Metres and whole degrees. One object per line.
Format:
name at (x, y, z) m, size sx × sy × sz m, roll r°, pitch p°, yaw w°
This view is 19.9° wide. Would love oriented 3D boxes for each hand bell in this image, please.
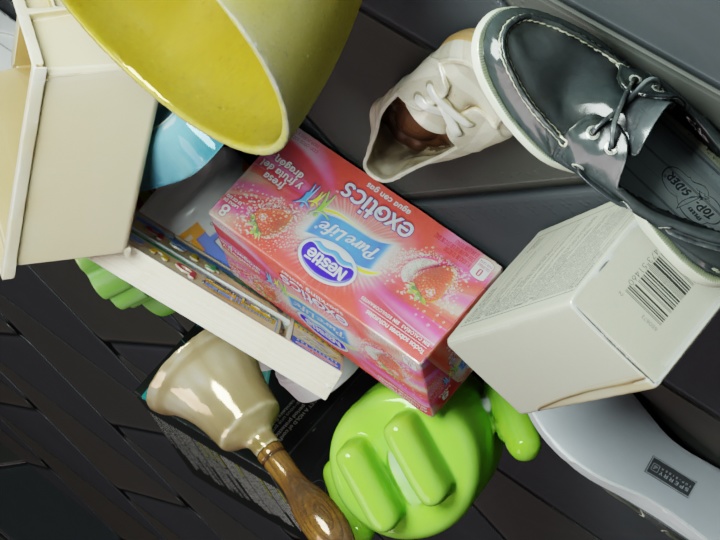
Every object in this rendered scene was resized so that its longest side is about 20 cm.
hand bell at (-0.063, 0.142, 1.534) m, size 0.200 × 0.104 × 0.104 m, roll 50°, pitch 166°, yaw 23°

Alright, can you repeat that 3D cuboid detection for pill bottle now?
pill bottle at (-0.082, 0.009, 1.640) m, size 0.200 × 0.112 × 0.112 m, roll 49°, pitch 161°, yaw -19°

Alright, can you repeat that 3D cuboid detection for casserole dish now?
casserole dish at (-0.115, -0.115, 1.401) m, size 0.039 × 0.121 × 0.200 m, roll 38°, pitch 165°, yaw -17°

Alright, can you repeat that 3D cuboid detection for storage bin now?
storage bin at (-0.208, -0.138, 1.381) m, size 0.200 × 0.093 × 0.199 m, roll 108°, pitch 148°, yaw -47°

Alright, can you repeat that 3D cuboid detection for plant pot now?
plant pot at (-0.069, -0.184, 1.116) m, size 0.200 × 0.142 × 0.200 m, roll 38°, pitch 162°, yaw 14°

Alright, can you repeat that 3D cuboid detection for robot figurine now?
robot figurine at (0.045, 0.134, 1.561) m, size 0.116 × 0.175 × 0.200 m, roll 58°, pitch -164°, yaw 0°

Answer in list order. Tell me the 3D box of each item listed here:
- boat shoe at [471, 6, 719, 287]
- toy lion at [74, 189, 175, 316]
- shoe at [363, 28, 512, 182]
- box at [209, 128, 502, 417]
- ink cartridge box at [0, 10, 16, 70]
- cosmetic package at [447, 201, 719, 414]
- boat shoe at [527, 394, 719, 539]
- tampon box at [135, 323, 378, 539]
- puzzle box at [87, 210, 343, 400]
boat shoe at (0.144, -0.067, 1.051) m, size 0.199 × 0.075 × 0.066 m, roll 46°, pitch 160°, yaw -12°
toy lion at (-0.193, -0.037, 1.680) m, size 0.200 × 0.068 × 0.192 m, roll 55°, pitch -163°, yaw -36°
shoe at (0.050, -0.091, 1.224) m, size 0.070 × 0.053 × 0.200 m, roll 44°, pitch 162°, yaw -7°
box at (0.000, 0.000, 1.471) m, size 0.200 × 0.095 × 0.103 m, roll 35°, pitch 163°, yaw 21°
ink cartridge box at (-0.297, -0.130, 1.822) m, size 0.145 × 0.085 × 0.200 m, roll 34°, pitch 159°, yaw 23°
cosmetic package at (0.138, 0.019, 1.215) m, size 0.073 × 0.104 × 0.200 m, roll 43°, pitch 163°, yaw -6°
boat shoe at (0.193, 0.137, 1.429) m, size 0.200 × 0.069 × 0.057 m, roll 37°, pitch 162°, yaw 8°
tampon box at (-0.069, 0.128, 1.822) m, size 0.200 × 0.150 × 0.126 m, roll 25°, pitch 155°, yaw 43°
puzzle box at (-0.102, 0.021, 1.502) m, size 0.200 × 0.025 × 0.133 m, roll 31°, pitch -171°, yaw -5°
